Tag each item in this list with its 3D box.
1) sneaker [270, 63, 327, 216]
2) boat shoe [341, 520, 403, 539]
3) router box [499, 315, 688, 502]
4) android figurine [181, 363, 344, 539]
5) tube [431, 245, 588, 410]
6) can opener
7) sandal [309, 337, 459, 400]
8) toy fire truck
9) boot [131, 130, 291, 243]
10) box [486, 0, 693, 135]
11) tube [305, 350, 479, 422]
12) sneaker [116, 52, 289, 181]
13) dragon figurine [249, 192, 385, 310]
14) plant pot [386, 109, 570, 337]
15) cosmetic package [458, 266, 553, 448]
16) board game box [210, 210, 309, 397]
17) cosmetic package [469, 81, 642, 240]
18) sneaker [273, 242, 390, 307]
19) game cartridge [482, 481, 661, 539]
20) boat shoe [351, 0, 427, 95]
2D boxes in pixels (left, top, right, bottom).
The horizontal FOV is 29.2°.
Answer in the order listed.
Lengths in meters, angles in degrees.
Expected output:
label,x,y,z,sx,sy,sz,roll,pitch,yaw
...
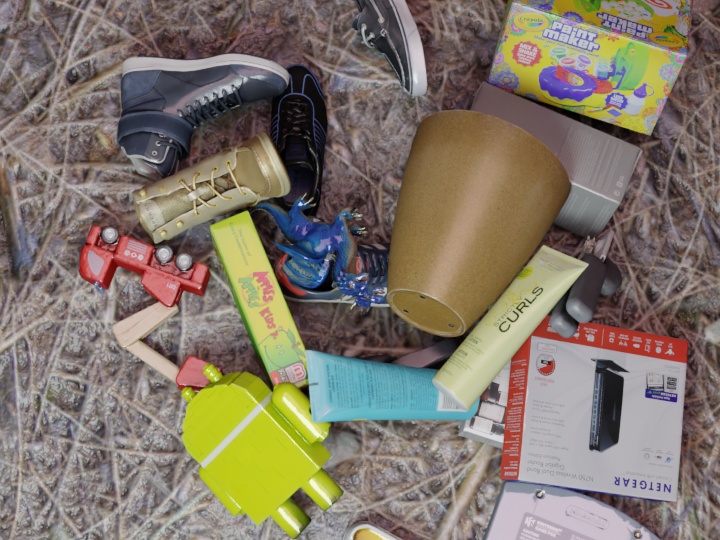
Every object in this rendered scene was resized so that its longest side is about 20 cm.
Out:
label,x,y,z,sx,sy,sz,roll,pitch,yaw
sneaker,-0.070,-0.149,1.589,0.069,0.078,0.203,-1,77,-4
boat shoe,0.066,0.337,1.476,0.202,0.086,0.075,41,78,7
router box,0.259,0.152,1.518,0.198,0.049,0.182,10,79,-19
android figurine,-0.111,0.188,1.470,0.200,0.182,0.041,45,34,4
tube,0.155,0.056,1.466,0.058,0.052,0.200,39,81,14
can opener,0.255,0.015,1.518,0.066,0.200,0.053,42,121,0
sandal,0.017,0.116,1.538,0.198,0.076,0.043,-22,76,-19
toy fire truck,-0.233,0.045,1.548,0.198,0.049,0.142,19,77,2
boot,-0.166,-0.088,1.499,0.154,0.200,0.074,-24,98,-17
box,0.266,-0.287,1.582,0.198,0.123,0.194,18,47,1
tube,0.033,0.129,1.470,0.198,0.050,0.078,7,57,-29
sneaker,-0.182,-0.170,1.577,0.200,0.077,0.148,-1,66,11
dragon figurine,-0.057,-0.023,1.484,0.198,0.059,0.100,17,61,20
plant pot,0.108,-0.036,1.502,0.185,0.187,0.202,24,67,3
cosmetic package,0.178,0.099,1.558,0.082,0.051,0.202,17,76,0
board game box,-0.107,0.045,1.528,0.047,0.102,0.202,-21,79,-8
cosmetic package,0.205,-0.123,1.581,0.198,0.107,0.091,27,66,2
sneaker,0.000,0.000,1.554,0.197,0.085,0.076,-6,77,-5
game cartridge,0.233,0.314,1.519,0.198,0.040,0.135,22,80,2
boat shoe,0.024,-0.292,1.632,0.067,0.072,0.202,-16,75,-9
